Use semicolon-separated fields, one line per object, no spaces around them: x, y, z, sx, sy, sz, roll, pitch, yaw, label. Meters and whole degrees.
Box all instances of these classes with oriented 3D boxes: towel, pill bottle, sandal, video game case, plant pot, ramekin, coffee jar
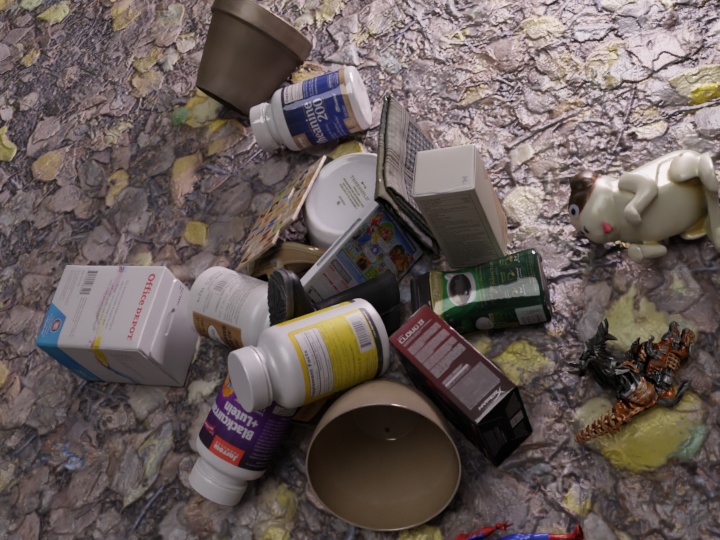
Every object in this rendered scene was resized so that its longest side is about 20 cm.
0.085;-0.142;1.405;0.034;0.192;0.202;-12;56;28;towel
-0.069;0.116;1.215;0.198;0.112;0.112;-17;49;-25;pill bottle
-0.079;0.189;1.355;0.198;0.054;0.081;2;61;23;sandal
0.000;0.000;1.382;0.200;0.143;0.018;-48;44;-10;video game case
0.032;0.224;1.225;0.198;0.202;0.135;-18;24;11;plant pot
-0.163;0.072;1.423;0.198;0.115;0.115;17;68;30;pill bottle
-0.088;-0.275;1.604;0.198;0.111;0.112;-16;56;13;pill bottle
-0.002;-0.097;1.471;0.200;0.094;0.204;-11;57;17;ramekin
-0.166;0.226;1.310;0.111;0.111;0.202;31;98;34;pill bottle
-0.215;-0.388;1.694;0.199;0.200;0.175;30;91;33;plant pot
0.170;0.040;1.322;0.198;0.085;0.105;-12;59;14;coffee jar

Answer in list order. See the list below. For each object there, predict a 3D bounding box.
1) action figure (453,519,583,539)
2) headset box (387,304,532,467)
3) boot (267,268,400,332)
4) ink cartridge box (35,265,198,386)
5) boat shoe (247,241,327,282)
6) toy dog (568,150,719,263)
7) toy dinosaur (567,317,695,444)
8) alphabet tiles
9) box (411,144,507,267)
0.179;0.354;1.155;0.198;0.052;0.066;-12;60;19;action figure
0.128;0.148;1.235;0.075;0.149;0.200;-41;55;-9;headset box
-0.031;0.043;1.311;0.198;0.166;0.066;-15;46;-23;boot
-0.382;0.089;1.484;0.198;0.146;0.148;1;60;23;ink cartridge box
-0.114;-0.004;1.453;0.199;0.071;0.065;-6;73;54;boat shoe
0.391;-0.102;1.288;0.198;0.140;0.195;-12;44;15;toy dog
0.348;0.138;1.191;0.135;0.103;0.200;40;58;19;toy dinosaur
-0.136;-0.086;1.484;0.167;0.008;0.201;-33;24;40;alphabet tiles
0.149;-0.089;1.338;0.094;0.200;0.078;-4;58;20;box
